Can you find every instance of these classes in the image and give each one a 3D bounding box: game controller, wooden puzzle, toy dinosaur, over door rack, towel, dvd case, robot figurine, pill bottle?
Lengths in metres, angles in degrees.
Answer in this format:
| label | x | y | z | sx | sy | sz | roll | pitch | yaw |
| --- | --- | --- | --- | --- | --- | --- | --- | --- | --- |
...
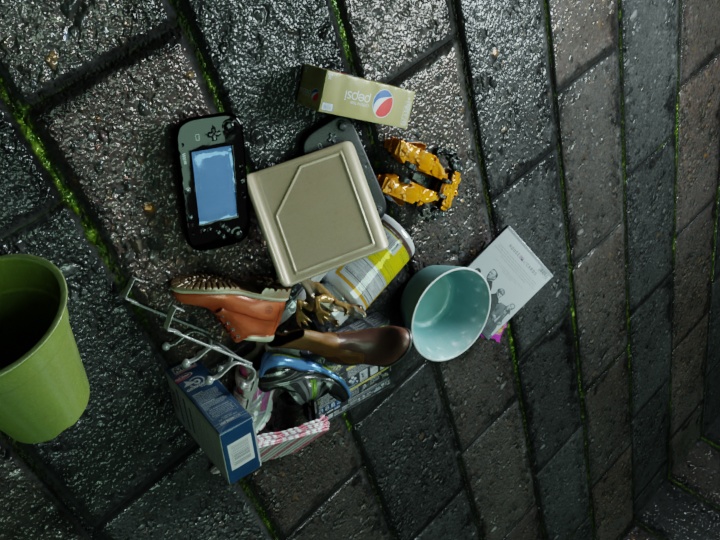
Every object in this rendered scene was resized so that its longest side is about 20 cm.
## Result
| label | x | y | z | sx | sy | sz | roll | pitch | yaw |
| --- | --- | --- | --- | --- | --- | --- | --- | --- | --- |
| game controller | -0.027 | -0.157 | 1.209 | 0.104 | 0.042 | 0.203 | -39 | 120 | -23 |
| wooden puzzle | -0.070 | -0.092 | 1.147 | 0.196 | 0.037 | 0.189 | -20 | 89 | -18 |
| toy dinosaur | -0.078 | 0.036 | 1.176 | 0.199 | 0.107 | 0.060 | 41 | 125 | -21 |
| over door rack | -0.264 | 0.104 | 1.070 | 0.067 | 0.146 | 0.200 | -54 | 136 | -13 |
| towel | -0.165 | 0.319 | 1.300 | 0.197 | 0.030 | 0.146 | -5 | 153 | -41 |
| game controller | -0.219 | -0.130 | 1.057 | 0.103 | 0.042 | 0.205 | -20 | 122 | -34 |
| dvd case | 0.296 | 0.027 | 1.537 | 0.200 | 0.025 | 0.151 | -44 | 96 | 3 |
| robot figurine | 0.114 | -0.174 | 1.337 | 0.197 | 0.058 | 0.148 | 15 | 101 | -45 |
| pill bottle | 0.000 | 0.000 | 1.283 | 0.200 | 0.108 | 0.110 | -47 | 134 | -13 |

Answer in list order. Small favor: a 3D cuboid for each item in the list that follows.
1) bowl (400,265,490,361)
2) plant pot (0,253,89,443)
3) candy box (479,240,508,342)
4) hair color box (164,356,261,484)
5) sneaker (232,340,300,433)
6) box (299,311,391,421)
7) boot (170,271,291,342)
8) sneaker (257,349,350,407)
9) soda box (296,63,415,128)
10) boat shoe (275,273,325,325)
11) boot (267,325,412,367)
| label | x | y | z | sx | sy | sz | roll | pitch | yaw |
| --- | --- | --- | --- | --- | --- | --- | --- | --- | --- |
| bowl | 0.159 | 0.071 | 1.456 | 0.197 | 0.105 | 0.206 | -13 | 116 | -27 |
| plant pot | -0.439 | 0.118 | 0.909 | 0.198 | 0.199 | 0.192 | -35 | 143 | -24 |
| candy box | 0.300 | 0.050 | 1.616 | 0.135 | 0.061 | 0.204 | 19 | 98 | -43 |
| hair color box | -0.234 | 0.230 | 1.119 | 0.060 | 0.199 | 0.102 | -23 | 125 | -30 |
| sneaker | -0.190 | 0.199 | 1.238 | 0.088 | 0.080 | 0.203 | 38 | 76 | -44 |
| box | -0.026 | 0.194 | 1.400 | 0.197 | 0.049 | 0.165 | -25 | 126 | -32 |
| boot | -0.211 | 0.063 | 1.131 | 0.196 | 0.075 | 0.110 | 10 | 105 | -31 |
| sneaker | -0.099 | 0.195 | 1.226 | 0.197 | 0.070 | 0.084 | 23 | 89 | -41 |
| soda box | -0.005 | -0.284 | 1.167 | 0.197 | 0.067 | 0.066 | 1 | 110 | -42 |
| boat shoe | -0.114 | 0.013 | 1.218 | 0.068 | 0.072 | 0.201 | 41 | 92 | -18 |
| boot | -0.032 | 0.114 | 1.214 | 0.198 | 0.185 | 0.070 | 22 | 69 | -46 |
